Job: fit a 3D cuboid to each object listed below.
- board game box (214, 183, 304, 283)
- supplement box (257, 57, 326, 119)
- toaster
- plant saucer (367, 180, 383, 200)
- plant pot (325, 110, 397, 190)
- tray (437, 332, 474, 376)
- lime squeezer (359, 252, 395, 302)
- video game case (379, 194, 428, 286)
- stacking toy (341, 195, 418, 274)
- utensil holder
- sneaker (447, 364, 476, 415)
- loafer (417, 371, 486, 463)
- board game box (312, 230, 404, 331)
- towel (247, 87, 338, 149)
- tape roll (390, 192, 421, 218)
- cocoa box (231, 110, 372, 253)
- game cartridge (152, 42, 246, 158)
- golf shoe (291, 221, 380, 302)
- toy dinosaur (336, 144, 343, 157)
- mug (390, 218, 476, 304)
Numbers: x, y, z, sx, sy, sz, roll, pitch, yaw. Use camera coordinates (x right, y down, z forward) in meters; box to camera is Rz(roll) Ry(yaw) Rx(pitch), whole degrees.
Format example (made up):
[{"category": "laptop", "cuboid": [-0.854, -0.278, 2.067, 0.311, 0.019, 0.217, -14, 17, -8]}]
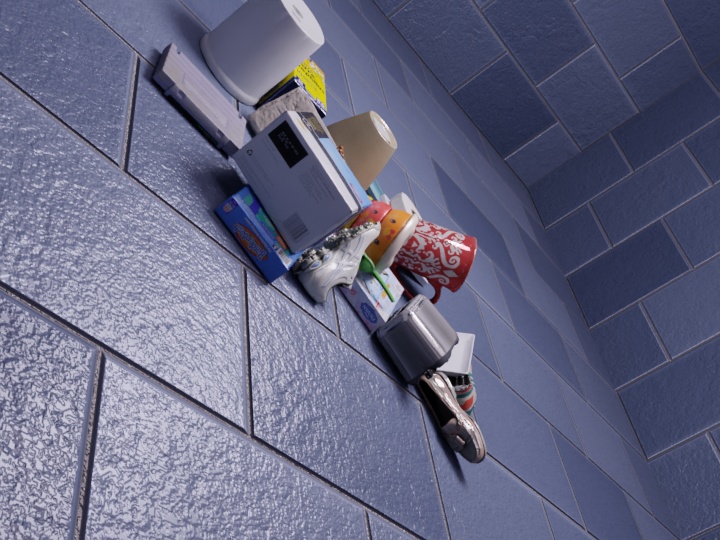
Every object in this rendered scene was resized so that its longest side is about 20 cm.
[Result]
[{"category": "board game box", "cuboid": [-0.157, -0.081, 1.454, 0.153, 0.045, 0.200, 53, 21, -8]}, {"category": "supplement box", "cuboid": [-0.149, -0.392, 1.844, 0.109, 0.109, 0.201, 44, 23, -31]}, {"category": "toaster", "cuboid": [0.110, 0.135, 1.659, 0.130, 0.113, 0.200, 52, 22, 0]}, {"category": "plant saucer", "cuboid": [0.011, -0.244, 2.124, 0.202, 0.019, 0.070, 62, 21, 14]}, {"category": "plant pot", "cuboid": [-0.028, -0.235, 1.759, 0.187, 0.199, 0.188, 46, 23, -26]}, {"category": "tray", "cuboid": [0.187, 0.180, 1.816, 0.200, 0.106, 0.022, -59, 154, -68]}, {"category": "lime squeezer", "cuboid": [-0.004, -0.005, 1.591, 0.198, 0.038, 0.071, 23, 59, -29]}, {"category": "video game case", "cuboid": [0.105, -0.075, 2.059, 0.143, 0.018, 0.202, 48, 20, -50]}, {"category": "stacking toy", "cuboid": [0.002, -0.100, 1.667, 0.199, 0.147, 0.146, 36, 21, 2]}, {"category": "utensil holder", "cuboid": [-0.196, -0.465, 1.713, 0.170, 0.199, 0.171, 47, 21, -25]}, {"category": "sneaker", "cuboid": [0.211, 0.249, 1.808, 0.200, 0.069, 0.095, -82, 162, -72]}, {"category": "loafer", "cuboid": [0.171, 0.290, 1.648, 0.062, 0.072, 0.201, 4, 48, -45]}, {"category": "board game box", "cuboid": [0.000, 0.000, 1.701, 0.200, 0.041, 0.200, 55, 21, -6]}, {"category": "towel", "cuboid": [-0.126, -0.253, 1.672, 0.202, 0.131, 0.034, 61, -7, 9]}, {"category": "tape roll", "cuboid": [0.137, -0.097, 2.105, 0.204, 0.037, 0.203, 58, 14, -24]}, {"category": "cocoa box", "cuboid": [-0.097, -0.154, 1.444, 0.201, 0.133, 0.131, 56, 19, 1]}, {"category": "game cartridge", "cuboid": [-0.285, -0.302, 1.510, 0.200, 0.038, 0.130, 46, 27, -29]}, {"category": "golf shoe", "cuboid": [-0.031, -0.017, 1.529, 0.199, 0.078, 0.098, -34, 104, -29]}, {"category": "toy dinosaur", "cuboid": [-0.085, -0.151, 1.609, 0.135, 0.102, 0.201, 34, 46, -21]}, {"category": "mug", "cuboid": [0.138, -0.030, 1.887, 0.198, 0.133, 0.179, 22, 70, -9]}]
